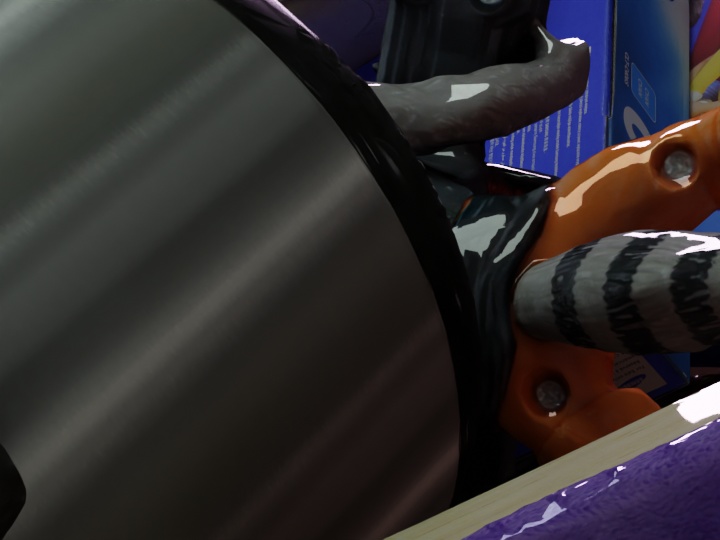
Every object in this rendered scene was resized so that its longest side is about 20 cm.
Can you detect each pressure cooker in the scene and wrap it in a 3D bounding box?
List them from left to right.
[{"bbox_3d":[-0.095,0.044,0.487,0.178,0.177,0.200,17,42,31],"label":"pressure cooker"}]

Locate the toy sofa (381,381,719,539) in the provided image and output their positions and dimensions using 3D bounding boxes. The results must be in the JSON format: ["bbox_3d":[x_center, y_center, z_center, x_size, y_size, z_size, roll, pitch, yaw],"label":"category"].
[{"bbox_3d":[0.080,0.060,0.422,0.199,0.083,0.097,-23,13,-19],"label":"toy sofa"}]

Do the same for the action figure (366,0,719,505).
[{"bbox_3d":[0.029,-0.024,0.564,0.192,0.202,0.104,4,2,29],"label":"action figure"}]

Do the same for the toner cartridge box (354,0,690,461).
[{"bbox_3d":[0.041,-0.034,0.713,0.095,0.043,0.201,-25,35,27],"label":"toner cartridge box"}]

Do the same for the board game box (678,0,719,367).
[{"bbox_3d":[0.130,-0.039,0.703,0.199,0.045,0.135,-1,50,49],"label":"board game box"}]

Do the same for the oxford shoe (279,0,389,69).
[{"bbox_3d":[-0.037,-0.045,0.735,0.199,0.074,0.071,-27,-27,26],"label":"oxford shoe"}]
